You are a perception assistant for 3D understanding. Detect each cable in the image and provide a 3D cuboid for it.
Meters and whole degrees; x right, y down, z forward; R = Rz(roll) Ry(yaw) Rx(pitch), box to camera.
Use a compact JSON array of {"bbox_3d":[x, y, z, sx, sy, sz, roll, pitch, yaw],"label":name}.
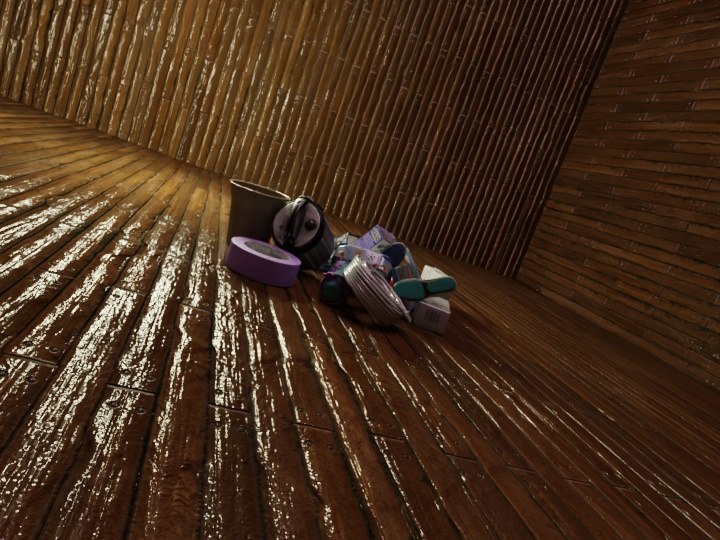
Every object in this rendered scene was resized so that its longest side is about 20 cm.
[{"bbox_3d":[0.035,0.054,1.381,0.200,0.069,0.201,41,12,-44],"label":"cable"}]

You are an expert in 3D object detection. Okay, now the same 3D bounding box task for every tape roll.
[{"bbox_3d":[-0.263,-0.024,1.415,0.196,0.067,0.200,20,10,-4],"label":"tape roll"}]

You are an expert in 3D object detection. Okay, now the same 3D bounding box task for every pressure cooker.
[{"bbox_3d":[-0.176,-0.116,1.587,0.178,0.176,0.201,60,-1,25],"label":"pressure cooker"}]

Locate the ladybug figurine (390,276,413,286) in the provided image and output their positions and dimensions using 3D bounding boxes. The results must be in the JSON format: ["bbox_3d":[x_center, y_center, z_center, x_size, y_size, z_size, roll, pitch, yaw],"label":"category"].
[{"bbox_3d":[0.138,0.052,1.825,0.133,0.073,0.199,24,10,15],"label":"ladybug figurine"}]

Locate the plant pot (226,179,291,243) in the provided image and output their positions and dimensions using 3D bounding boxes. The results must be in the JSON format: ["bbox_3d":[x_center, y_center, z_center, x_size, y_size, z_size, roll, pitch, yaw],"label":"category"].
[{"bbox_3d":[-0.336,-0.165,1.643,0.196,0.188,0.201,17,11,-3],"label":"plant pot"}]

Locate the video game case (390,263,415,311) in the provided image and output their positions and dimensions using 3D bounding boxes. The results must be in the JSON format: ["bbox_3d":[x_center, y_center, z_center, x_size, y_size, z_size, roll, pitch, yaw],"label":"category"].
[{"bbox_3d":[0.137,0.058,1.637,0.017,0.147,0.200,-12,1,15],"label":"video game case"}]

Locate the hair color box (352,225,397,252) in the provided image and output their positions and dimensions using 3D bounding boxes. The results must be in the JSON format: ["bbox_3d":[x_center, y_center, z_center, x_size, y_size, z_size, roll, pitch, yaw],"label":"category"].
[{"bbox_3d":[0.020,-0.053,1.721,0.109,0.198,0.066,24,37,-52],"label":"hair color box"}]

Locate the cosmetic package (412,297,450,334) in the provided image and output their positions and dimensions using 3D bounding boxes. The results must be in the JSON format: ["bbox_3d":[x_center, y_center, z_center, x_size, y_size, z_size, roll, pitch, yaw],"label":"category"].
[{"bbox_3d":[0.219,0.127,1.607,0.100,0.076,0.200,21,8,6],"label":"cosmetic package"}]

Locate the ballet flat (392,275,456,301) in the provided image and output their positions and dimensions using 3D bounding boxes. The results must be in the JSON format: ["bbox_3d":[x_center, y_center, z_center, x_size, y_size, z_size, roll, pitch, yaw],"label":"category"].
[{"bbox_3d":[0.187,0.059,1.542,0.195,0.071,0.070,-4,13,-6],"label":"ballet flat"}]

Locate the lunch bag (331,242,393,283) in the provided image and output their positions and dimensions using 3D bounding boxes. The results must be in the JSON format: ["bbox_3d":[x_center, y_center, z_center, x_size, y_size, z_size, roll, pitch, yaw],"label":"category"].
[{"bbox_3d":[0.000,0.000,1.614,0.196,0.077,0.162,19,-33,11],"label":"lunch bag"}]

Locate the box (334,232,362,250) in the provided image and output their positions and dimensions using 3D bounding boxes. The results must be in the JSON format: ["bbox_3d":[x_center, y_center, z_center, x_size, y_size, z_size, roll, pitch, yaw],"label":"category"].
[{"bbox_3d":[0.011,-0.082,1.930,0.196,0.051,0.157,16,-8,-20],"label":"box"}]

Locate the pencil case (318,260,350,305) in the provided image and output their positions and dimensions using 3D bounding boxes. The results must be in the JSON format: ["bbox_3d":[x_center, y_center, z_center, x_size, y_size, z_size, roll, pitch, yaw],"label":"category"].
[{"bbox_3d":[-0.064,0.031,1.453,0.083,0.094,0.200,-17,9,7],"label":"pencil case"}]

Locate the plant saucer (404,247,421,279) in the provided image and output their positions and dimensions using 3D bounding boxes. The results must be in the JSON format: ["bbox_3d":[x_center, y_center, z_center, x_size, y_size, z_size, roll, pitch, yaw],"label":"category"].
[{"bbox_3d":[0.187,0.003,1.809,0.027,0.204,0.200,-23,0,5],"label":"plant saucer"}]

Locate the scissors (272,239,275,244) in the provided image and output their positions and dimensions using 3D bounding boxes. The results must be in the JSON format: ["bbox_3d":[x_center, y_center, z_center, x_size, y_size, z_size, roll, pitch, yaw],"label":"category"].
[{"bbox_3d":[-0.299,-0.167,1.801,0.014,0.204,0.073,-17,40,-20],"label":"scissors"}]

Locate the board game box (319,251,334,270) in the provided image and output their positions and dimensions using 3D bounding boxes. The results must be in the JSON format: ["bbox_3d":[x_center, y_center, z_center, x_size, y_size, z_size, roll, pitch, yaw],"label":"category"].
[{"bbox_3d":[-0.147,-0.047,1.826,0.198,0.048,0.150,10,14,-47],"label":"board game box"}]

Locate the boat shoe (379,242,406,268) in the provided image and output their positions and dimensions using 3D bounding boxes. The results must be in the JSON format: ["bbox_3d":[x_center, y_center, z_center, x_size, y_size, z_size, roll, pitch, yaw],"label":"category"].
[{"bbox_3d":[0.081,-0.015,1.702,0.073,0.200,0.072,50,21,14],"label":"boat shoe"}]

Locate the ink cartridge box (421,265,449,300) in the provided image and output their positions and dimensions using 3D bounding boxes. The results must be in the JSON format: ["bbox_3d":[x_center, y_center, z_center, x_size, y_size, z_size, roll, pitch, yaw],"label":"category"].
[{"bbox_3d":[0.270,0.057,1.952,0.066,0.118,0.200,17,10,-18],"label":"ink cartridge box"}]
